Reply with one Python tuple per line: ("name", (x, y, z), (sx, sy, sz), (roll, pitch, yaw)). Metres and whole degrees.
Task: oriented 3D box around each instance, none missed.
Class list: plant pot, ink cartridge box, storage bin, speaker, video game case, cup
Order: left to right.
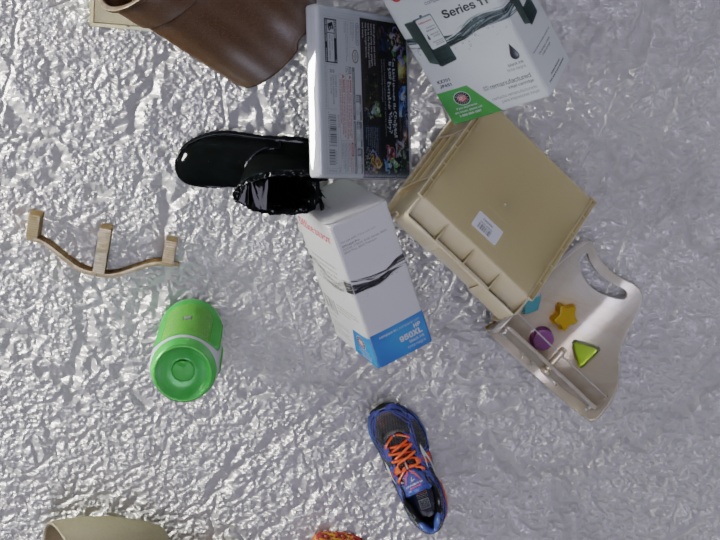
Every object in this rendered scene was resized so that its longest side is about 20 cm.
("cup", (-0.318, 0.408, 1.820), (0.142, 0.200, 0.202), (-15, 106, -26))
("speaker", (-0.216, 0.097, 1.726), (0.087, 0.200, 0.089), (-1, 105, -3))
("plant pot", (-0.170, -0.329, 1.615), (0.200, 0.201, 0.198), (-47, 126, 8))
("ink cartridge box", (0.000, 0.000, 1.725), (0.084, 0.144, 0.202), (-25, 113, -15))
("video game case", (0.000, -0.212, 1.670), (0.023, 0.181, 0.202), (-1, 92, 39))
("ink cartridge box", (0.132, -0.289, 1.615), (0.146, 0.083, 0.201), (-13, 121, 38))
("storage bin", (0.159, -0.073, 1.716), (0.200, 0.094, 0.199), (42, 67, -13))

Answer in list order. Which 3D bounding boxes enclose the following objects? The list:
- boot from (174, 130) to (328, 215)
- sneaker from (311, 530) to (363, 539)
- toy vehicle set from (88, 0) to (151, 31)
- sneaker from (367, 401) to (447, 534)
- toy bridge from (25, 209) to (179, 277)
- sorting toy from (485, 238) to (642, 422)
("boot", (-0.135, -0.116, 1.695), (0.196, 0.163, 0.074), (-2, 113, -2))
("sneaker", (0.014, 0.425, 1.893), (0.199, 0.073, 0.077), (32, 110, -8))
("toy vehicle set", (-0.265, -0.395, 1.688), (0.123, 0.027, 0.202), (5, 104, -5))
("sneaker", (0.070, 0.266, 1.850), (0.075, 0.078, 0.201), (-27, 104, 3))
("toy bridge", (-0.332, -0.026, 1.778), (0.198, 0.027, 0.068), (11, 106, -6))
("sorting toy", (0.278, 0.061, 1.805), (0.200, 0.107, 0.180), (42, 88, -21))
